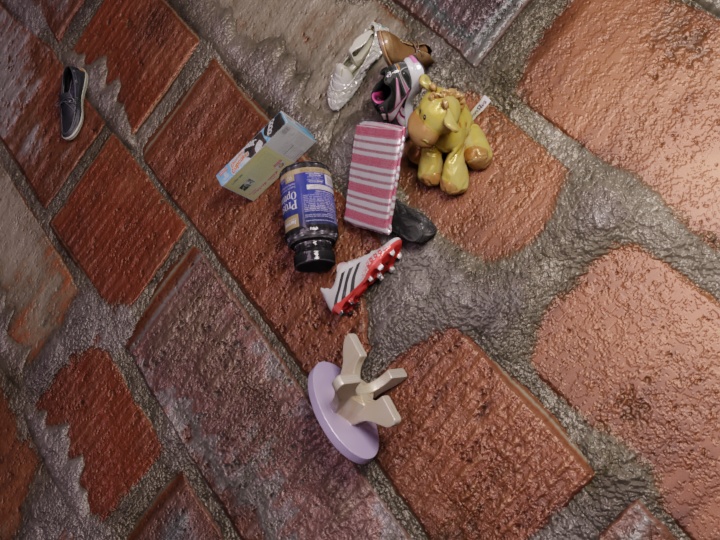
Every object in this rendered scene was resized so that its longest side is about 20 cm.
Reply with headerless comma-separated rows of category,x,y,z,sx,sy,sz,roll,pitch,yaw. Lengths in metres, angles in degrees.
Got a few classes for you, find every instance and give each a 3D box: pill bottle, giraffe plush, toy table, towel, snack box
pill bottle,-0.102,-0.106,1.427,0.109,0.111,0.206,-15,72,25
giraffe plush,0.151,-0.260,1.290,0.171,0.161,0.204,30,94,30
toy table,-0.004,0.227,1.282,0.117,0.182,0.202,-48,70,30
towel,0.029,-0.179,1.359,0.145,0.029,0.206,23,108,53
snack box,-0.200,-0.238,1.505,0.199,0.116,0.037,-41,64,15

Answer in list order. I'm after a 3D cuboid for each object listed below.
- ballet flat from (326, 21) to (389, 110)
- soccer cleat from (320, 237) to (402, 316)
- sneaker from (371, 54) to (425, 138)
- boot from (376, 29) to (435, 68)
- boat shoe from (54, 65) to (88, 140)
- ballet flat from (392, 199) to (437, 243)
ballet flat,-0.016,-0.432,1.475,0.072,0.071,0.201,44,102,28
soccer cleat,0.000,0.000,1.376,0.201,0.068,0.086,-49,66,17
sneaker,0.055,-0.322,1.347,0.084,0.202,0.082,-15,57,-18
boot,0.086,-0.418,1.339,0.074,0.199,0.076,-14,87,22
boat shoe,-0.780,-0.452,1.900,0.073,0.062,0.206,3,82,27
ballet flat,0.066,-0.110,1.381,0.199,0.056,0.068,40,121,35
